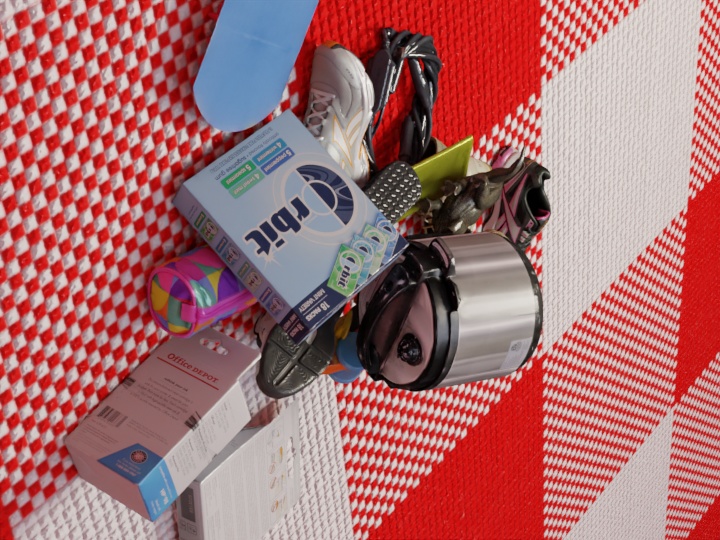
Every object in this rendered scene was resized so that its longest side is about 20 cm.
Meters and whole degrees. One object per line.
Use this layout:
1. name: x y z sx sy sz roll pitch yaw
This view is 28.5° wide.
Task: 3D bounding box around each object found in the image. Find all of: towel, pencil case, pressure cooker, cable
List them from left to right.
1. pencil case: -0.136 0.003 1.526 0.199 0.088 0.089 -27 130 -43
2. cable: 0.041 -0.188 1.709 0.163 0.050 0.203 -1 103 -62
3. towel: 0.057 -0.092 1.704 0.199 0.018 0.087 -30 151 -27
4. pressure cooker: 0.088 0.046 1.624 0.198 0.178 0.179 -8 94 -33

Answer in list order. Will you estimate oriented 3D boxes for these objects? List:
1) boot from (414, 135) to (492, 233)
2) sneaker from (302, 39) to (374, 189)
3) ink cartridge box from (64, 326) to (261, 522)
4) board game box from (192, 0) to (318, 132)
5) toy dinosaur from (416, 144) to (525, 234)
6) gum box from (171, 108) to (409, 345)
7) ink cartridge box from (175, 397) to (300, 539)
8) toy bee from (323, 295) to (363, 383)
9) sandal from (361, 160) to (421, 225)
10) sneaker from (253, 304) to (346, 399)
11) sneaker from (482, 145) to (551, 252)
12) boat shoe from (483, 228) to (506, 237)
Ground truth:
1. boot: 0.091 -0.064 1.837 0.154 0.072 0.202 19 92 -56
2. sneaker: -0.039 -0.156 1.590 0.092 0.075 0.202 -32 132 -37
3. ink cartridge box: -0.198 0.154 1.497 0.200 0.115 0.067 -45 141 -30
4. board game box: -0.117 -0.244 1.454 0.157 0.039 0.202 4 110 -62
5. toy dinosaur: 0.131 -0.085 1.743 0.201 0.077 0.102 -58 163 15
6. gum box: -0.072 -0.049 1.499 0.170 0.200 0.045 -40 175 -36
7. ink cartridge box: -0.145 0.259 1.716 0.200 0.050 0.164 -41 140 -48
8. toy bee: -0.016 0.082 1.741 0.198 0.130 0.110 6 63 -40
9. sandal: 0.000 -0.057 1.608 0.200 0.045 0.076 -41 103 -43
10. sneaker: -0.083 0.087 1.601 0.115 0.075 0.201 -41 -165 42
11. sneaker: 0.227 -0.070 2.016 0.080 0.086 0.202 -36 137 -37
12. boat shoe: 0.126 0.023 1.939 0.200 0.076 0.072 -41 124 -1
